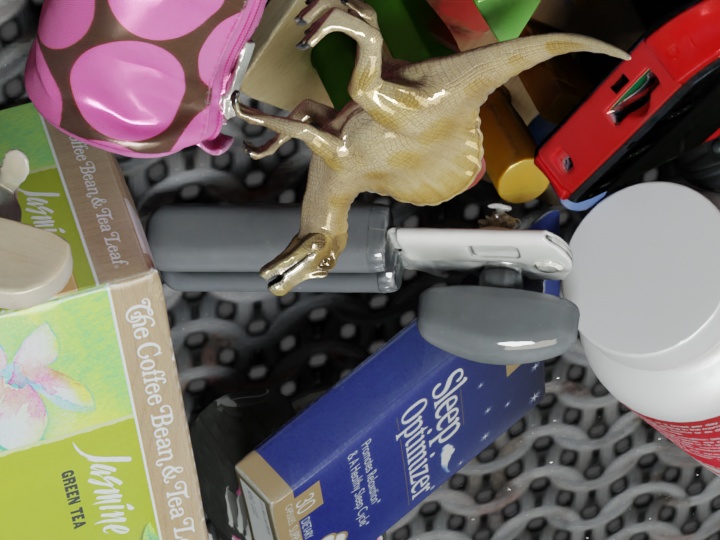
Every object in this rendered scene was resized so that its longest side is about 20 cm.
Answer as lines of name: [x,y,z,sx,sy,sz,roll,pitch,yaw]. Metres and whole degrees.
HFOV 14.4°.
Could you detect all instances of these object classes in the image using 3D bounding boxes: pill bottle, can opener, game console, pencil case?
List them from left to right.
pencil case: [-0.067,-0.143,1.168,0.093,0.091,0.201,30,127,10]
can opener: [0.000,0.000,1.290,0.199,0.067,0.053,5,158,13]
pill bottle: [0.172,0.030,1.377,0.112,0.113,0.200,-36,150,11]
game console: [0.172,-0.096,1.199,0.176,0.031,0.200,-26,172,-21]

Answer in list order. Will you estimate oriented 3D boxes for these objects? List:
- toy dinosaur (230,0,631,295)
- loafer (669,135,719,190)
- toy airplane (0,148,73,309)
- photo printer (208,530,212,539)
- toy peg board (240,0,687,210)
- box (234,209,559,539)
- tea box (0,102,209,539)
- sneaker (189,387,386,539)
toy dinosaur: [0.016,-0.072,1.177,0.101,0.058,0.200,42,124,-16]
loafer: [0.237,-0.096,1.351,0.200,0.068,0.070,-33,147,7]
toy airplane: [-0.235,-0.030,1.132,0.199,0.200,0.141,-31,164,-3]
photo printer: [-0.150,0.211,1.466,0.166,0.070,0.201,-8,132,-15]
toy peg board: [0.084,-0.107,1.258,0.199,0.098,0.200,18,122,-34]
box: [0.030,0.064,1.351,0.200,0.032,0.121,-40,156,-16]
tea box: [-0.182,0.055,1.266,0.196,0.134,0.201,-17,134,-9]
sneaker: [-0.031,0.124,1.447,0.086,0.080,0.200,-24,144,-17]
